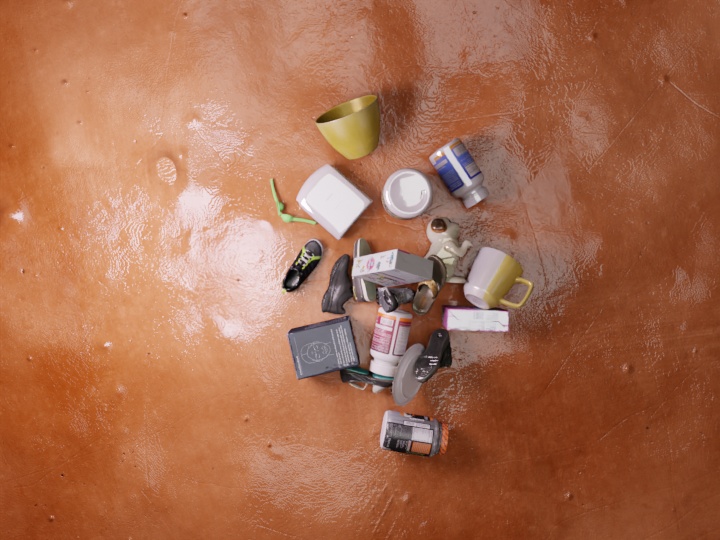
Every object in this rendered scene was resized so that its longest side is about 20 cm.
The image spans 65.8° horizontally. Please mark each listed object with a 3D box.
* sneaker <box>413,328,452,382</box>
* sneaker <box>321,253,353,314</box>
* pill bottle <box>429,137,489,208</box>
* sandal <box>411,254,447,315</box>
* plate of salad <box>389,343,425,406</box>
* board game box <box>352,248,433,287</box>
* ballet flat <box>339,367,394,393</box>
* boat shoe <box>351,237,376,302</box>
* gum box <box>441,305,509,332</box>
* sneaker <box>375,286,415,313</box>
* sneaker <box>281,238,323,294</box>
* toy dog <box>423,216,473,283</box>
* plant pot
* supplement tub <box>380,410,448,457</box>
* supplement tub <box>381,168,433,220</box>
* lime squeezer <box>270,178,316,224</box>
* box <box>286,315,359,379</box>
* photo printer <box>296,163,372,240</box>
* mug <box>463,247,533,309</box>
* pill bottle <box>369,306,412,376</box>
[{"bbox_3d":[0.232,0.288,1.721,0.076,0.200,0.114,1,129,32],"label":"sneaker"},{"bbox_3d":[-0.060,0.046,1.758,0.091,0.076,0.200,16,102,-7],"label":"sneaker"},{"bbox_3d":[0.310,-0.296,1.718,0.112,0.112,0.200,-33,93,1],"label":"pill bottle"},{"bbox_3d":[0.200,0.050,1.664,0.080,0.054,0.200,29,114,24],"label":"sandal"},{"bbox_3d":[0.147,0.320,1.721,0.048,0.200,0.200,16,93,33],"label":"plate of salad"},{"bbox_3d":[0.093,-0.004,1.651,0.147,0.200,0.064,18,72,-35],"label":"board game box"},{"bbox_3d":[0.031,0.348,1.772,0.200,0.068,0.069,11,103,10],"label":"ballet flat"},{"bbox_3d":[0.000,0.000,1.751,0.061,0.072,0.202,-12,82,38],"label":"boat shoe"},{"bbox_3d":[0.361,0.149,1.735,0.200,0.114,0.066,2,93,0],"label":"gum box"},{"bbox_3d":[0.117,0.079,1.694,0.115,0.200,0.075,-5,98,-8],"label":"sneaker"},{"bbox_3d":[-0.181,-0.008,1.743,0.072,0.083,0.200,31,92,-2],"label":"sneaker"},{"bbox_3d":[0.254,-0.066,1.730,0.194,0.140,0.200,4,91,18],"label":"toy dog"},{"bbox_3d":[-0.020,-0.424,1.689,0.200,0.200,0.142,-23,117,1],"label":"plant pot"},{"bbox_3d":[0.168,0.514,1.746,0.200,0.123,0.123,10,92,-1],"label":"supplement tub"},{"bbox_3d":[0.137,-0.225,1.676,0.144,0.200,0.145,0,92,0],"label":"supplement tub"},{"bbox_3d":[-0.235,-0.198,1.758,0.200,0.038,0.071,45,91,-1],"label":"lime squeezer"},{"bbox_3d":[-0.114,0.239,1.742,0.200,0.107,0.149,-12,93,0],"label":"box"},{"bbox_3d":[-0.088,-0.221,1.741,0.200,0.069,0.166,42,92,-2],"label":"photo printer"},{"bbox_3d":[0.402,0.035,1.679,0.149,0.186,0.153,43,73,-30],"label":"mug"},{"bbox_3d":[0.092,0.222,1.740,0.109,0.110,0.200,12,92,-1],"label":"pill bottle"}]
